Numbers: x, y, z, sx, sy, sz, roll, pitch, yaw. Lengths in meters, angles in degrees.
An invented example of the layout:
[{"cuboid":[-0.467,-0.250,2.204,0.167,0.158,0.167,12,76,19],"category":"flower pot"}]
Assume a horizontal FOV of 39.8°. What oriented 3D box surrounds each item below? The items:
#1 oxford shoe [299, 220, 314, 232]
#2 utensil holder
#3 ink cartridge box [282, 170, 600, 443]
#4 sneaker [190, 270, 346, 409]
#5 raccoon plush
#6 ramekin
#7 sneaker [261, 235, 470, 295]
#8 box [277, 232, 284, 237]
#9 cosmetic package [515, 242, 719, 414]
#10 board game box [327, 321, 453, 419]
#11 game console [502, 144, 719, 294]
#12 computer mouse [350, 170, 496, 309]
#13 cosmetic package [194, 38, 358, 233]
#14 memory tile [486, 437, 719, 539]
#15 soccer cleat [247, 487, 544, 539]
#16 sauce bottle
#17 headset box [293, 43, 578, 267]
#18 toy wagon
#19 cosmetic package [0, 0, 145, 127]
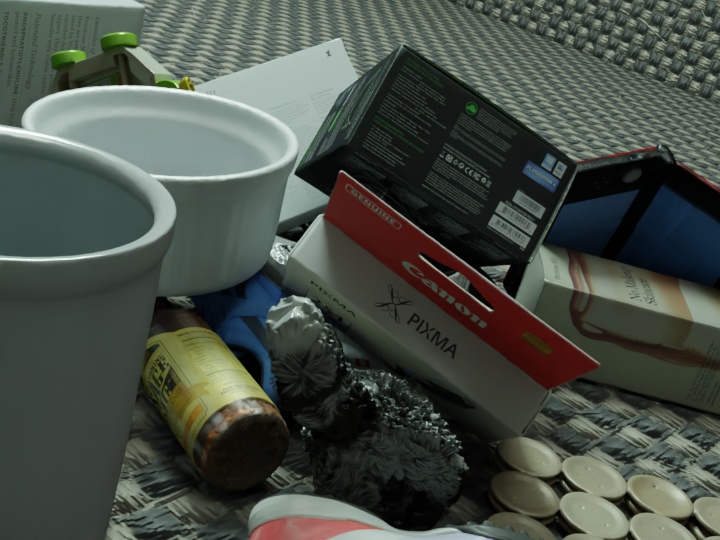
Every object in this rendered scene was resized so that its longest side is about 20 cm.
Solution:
[{"cuboid":[0.022,-0.044,0.998,0.199,0.085,0.073,24,26,23],"category":"oxford shoe"},{"cuboid":[-0.195,0.046,0.517,0.168,0.201,0.170,12,24,-6],"category":"utensil holder"},{"cuboid":[0.041,0.035,0.670,0.199,0.045,0.176,37,-16,2],"category":"ink cartridge box"},{"cuboid":[-0.095,0.044,0.755,0.078,0.066,0.200,-28,35,-25],"category":"sneaker"},{"cuboid":[0.004,0.071,0.624,0.096,0.201,0.134,-14,27,-1],"category":"raccoon plush"},{"cuboid":[-0.150,-0.062,0.746,0.199,0.098,0.201,9,26,-4],"category":"ramekin"},{"cuboid":[0.000,0.000,0.799,0.199,0.083,0.075,19,24,12],"category":"sneaker"},{"cuboid":[-0.165,-0.104,1.008,0.198,0.096,0.078,12,22,-11],"category":"box"},{"cuboid":[0.246,0.050,0.918,0.198,0.088,0.104,14,25,-3],"category":"cosmetic package"},{"cuboid":[0.024,0.052,0.844,0.125,0.035,0.200,10,24,-10],"category":"board game box"},{"cuboid":[0.254,-0.010,0.953,0.171,0.201,0.119,-12,59,-18],"category":"game console"},{"cuboid":[0.057,-0.021,0.807,0.058,0.034,0.200,13,-25,45],"category":"computer mouse"},{"cuboid":[-0.080,-0.117,0.945,0.199,0.152,0.052,-22,-6,-18],"category":"cosmetic package"},{"cuboid":[0.182,0.180,0.680,0.198,0.017,0.153,17,23,5],"category":"memory tile"},{"cuboid":[0.032,0.178,0.551,0.198,0.068,0.074,14,47,-12],"category":"soccer cleat"},{"cuboid":[-0.119,0.070,0.686,0.066,0.067,0.200,-2,26,-34],"category":"sauce bottle"},{"cuboid":[0.053,-0.083,0.841,0.173,0.093,0.200,32,-10,-12],"category":"headset box"},{"cuboid":[-0.211,-0.131,0.896,0.199,0.157,0.039,-8,2,34],"category":"toy wagon"},{"cuboid":[-0.372,-0.234,1.078,0.167,0.168,0.199,30,26,31],"category":"cosmetic package"}]
